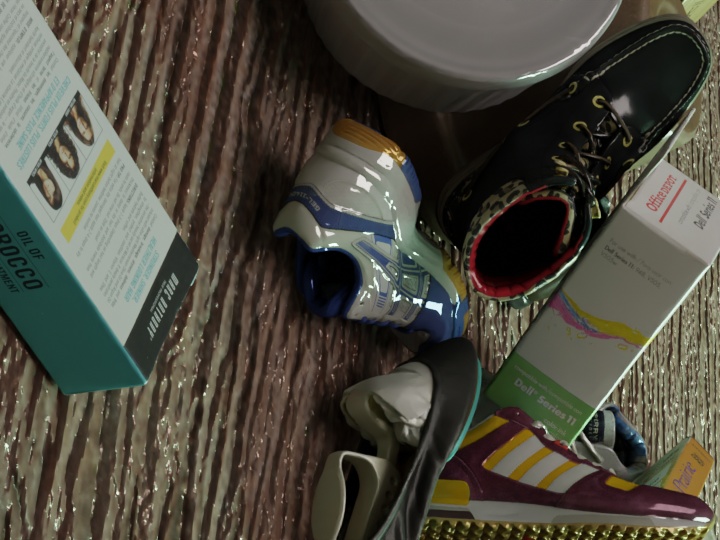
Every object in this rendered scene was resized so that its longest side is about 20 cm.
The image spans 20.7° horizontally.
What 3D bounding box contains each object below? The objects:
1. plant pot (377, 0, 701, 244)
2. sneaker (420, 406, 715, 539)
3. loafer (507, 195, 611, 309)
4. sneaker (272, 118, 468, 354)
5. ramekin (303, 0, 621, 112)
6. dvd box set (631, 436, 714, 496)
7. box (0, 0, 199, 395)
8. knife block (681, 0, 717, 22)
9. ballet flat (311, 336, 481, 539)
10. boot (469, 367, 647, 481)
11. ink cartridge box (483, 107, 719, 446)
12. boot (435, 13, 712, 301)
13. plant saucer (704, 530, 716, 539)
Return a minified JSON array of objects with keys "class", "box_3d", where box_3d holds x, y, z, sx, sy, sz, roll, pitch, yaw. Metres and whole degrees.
[{"class":"plant pot","box_3d":[0.128,-0.128,1.316,0.200,0.174,0.201,33,52,-55]},{"class":"sneaker","box_3d":[0.114,0.124,1.189,0.075,0.200,0.090,99,-6,-63]},{"class":"loafer","box_3d":[0.155,-0.044,1.452,0.073,0.071,0.200,62,32,-32]},{"class":"sneaker","box_3d":[0.000,0.000,1.156,0.088,0.075,0.200,-51,142,-19]},{"class":"ramekin","box_3d":[0.055,-0.188,1.185,0.094,0.202,0.203,130,-36,-66]},{"class":"dvd box set","box_3d":[0.157,0.203,1.306,0.029,0.146,0.200,44,31,0]},{"class":"box","box_3d":[-0.148,-0.043,0.879,0.200,0.049,0.082,61,33,-34]},{"class":"knife block","box_3d":[0.171,-0.184,1.411,0.064,0.176,0.200,-21,72,-47]},{"class":"ballet flat","box_3d":[0.017,0.108,1.125,0.068,0.068,0.200,42,51,-31]},{"class":"boot","box_3d":[0.123,0.102,1.314,0.200,0.095,0.074,30,56,-57]},{"class":"ink cartridge box","box_3d":[0.169,0.005,1.233,0.067,0.200,0.117,36,26,4]},{"class":"boot","box_3d":[0.134,-0.064,1.167,0.073,0.204,0.154,49,10,-12]},{"class":"plant saucer","box_3d":[0.248,0.268,1.574,0.200,0.037,0.201,32,53,-56]}]
